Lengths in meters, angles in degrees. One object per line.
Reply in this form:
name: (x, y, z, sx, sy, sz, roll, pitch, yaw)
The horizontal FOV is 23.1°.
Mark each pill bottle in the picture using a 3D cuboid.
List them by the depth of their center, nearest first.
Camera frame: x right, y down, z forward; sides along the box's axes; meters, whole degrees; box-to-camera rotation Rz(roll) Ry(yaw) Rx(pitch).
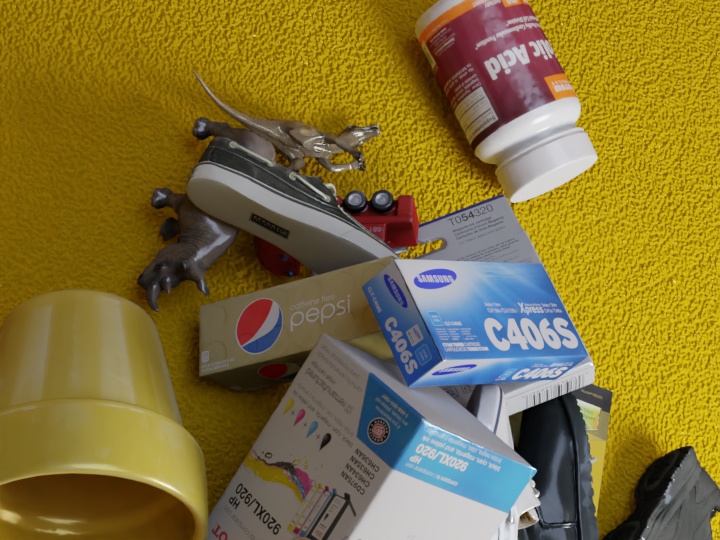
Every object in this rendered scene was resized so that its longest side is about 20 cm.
pill bottle: (0.144, -0.175, 1.718, 0.114, 0.114, 0.200, -21, 79, -30)

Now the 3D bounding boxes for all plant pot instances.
plant pot: (-0.223, 0.128, 1.389, 0.201, 0.201, 0.189, 11, 49, -21)

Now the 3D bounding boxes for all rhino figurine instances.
rhino figurine: (-0.138, -0.047, 1.543, 0.200, 0.087, 0.060, -65, 146, -29)

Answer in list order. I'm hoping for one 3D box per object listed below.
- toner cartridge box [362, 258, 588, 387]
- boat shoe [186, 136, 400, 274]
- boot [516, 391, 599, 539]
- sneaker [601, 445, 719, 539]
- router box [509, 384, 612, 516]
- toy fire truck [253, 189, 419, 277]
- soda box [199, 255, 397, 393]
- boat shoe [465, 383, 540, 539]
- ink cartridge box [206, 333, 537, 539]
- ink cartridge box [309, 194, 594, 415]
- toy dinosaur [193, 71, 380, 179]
toner cartridge box: (0.096, 0.042, 1.436, 0.200, 0.043, 0.095, 1, 56, -49)
boat shoe: (-0.047, -0.051, 1.499, 0.200, 0.071, 0.064, 29, 57, -6)
boot: (0.116, 0.191, 1.522, 0.162, 0.073, 0.198, 0, 69, -17)
sneaker: (0.280, 0.255, 1.633, 0.091, 0.076, 0.200, 47, 60, -9)
router box: (0.125, 0.156, 1.610, 0.200, 0.052, 0.157, 20, 62, -17)
toy fire truck: (0.000, 0.000, 1.559, 0.200, 0.049, 0.141, 0, 59, 9)
soda box: (-0.039, 0.048, 1.491, 0.064, 0.200, 0.068, 28, 54, -51)
boat shoe: (0.111, 0.191, 1.443, 0.070, 0.071, 0.200, 11, 65, -8)
ink cartridge box: (0.001, 0.184, 1.381, 0.145, 0.147, 0.200, 26, 98, -43)
ink cartridge box: (0.079, 0.048, 1.569, 0.196, 0.043, 0.200, -20, 56, -5)
toy dinosaur: (-0.063, -0.120, 1.621, 0.200, 0.058, 0.101, 11, 24, -34)
